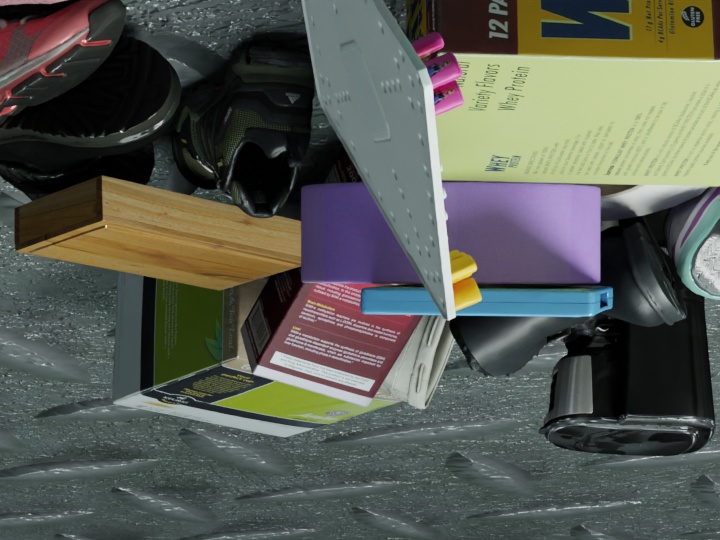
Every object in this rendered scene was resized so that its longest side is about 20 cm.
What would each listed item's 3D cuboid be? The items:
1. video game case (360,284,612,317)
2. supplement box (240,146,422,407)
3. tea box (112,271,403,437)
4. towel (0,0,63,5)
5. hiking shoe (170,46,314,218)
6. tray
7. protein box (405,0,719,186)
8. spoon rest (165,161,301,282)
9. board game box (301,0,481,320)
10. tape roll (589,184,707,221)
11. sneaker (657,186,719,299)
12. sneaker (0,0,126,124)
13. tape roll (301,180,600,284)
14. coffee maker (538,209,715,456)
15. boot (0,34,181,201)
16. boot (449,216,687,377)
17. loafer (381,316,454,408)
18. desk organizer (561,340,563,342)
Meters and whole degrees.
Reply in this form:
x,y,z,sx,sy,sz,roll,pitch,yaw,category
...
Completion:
x,y,z,sx,sy,sz,roll,pitch,yaw,category
0.086,0.019,1.307,0.142,0.018,0.200,1,180,10,video game case
0.000,0.000,1.551,0.108,0.061,0.201,18,119,-26,supplement box
-0.083,0.052,1.779,0.199,0.135,0.196,15,158,-38,tea box
-0.259,-0.201,1.196,0.143,0.023,0.200,-7,160,19,towel
-0.087,-0.081,1.426,0.075,0.102,0.200,7,160,-19,hiking shoe
-0.142,-0.023,1.472,0.098,0.037,0.199,-16,162,41,tray
0.131,-0.146,1.175,0.198,0.136,0.199,1,163,-4,protein box
-0.080,-0.031,1.615,0.199,0.100,0.060,27,128,-38,spoon rest
0.013,-0.104,1.143,0.026,0.201,0.201,-21,141,-10,board game box
0.151,-0.098,1.425,0.200,0.072,0.203,0,162,0,tape roll
0.294,-0.076,1.480,0.200,0.140,0.078,-39,109,4,sneaker
-0.247,-0.138,1.309,0.199,0.087,0.074,-29,178,13,sneaker
0.059,-0.024,1.344,0.198,0.066,0.200,0,-179,0,tape roll
0.239,0.041,1.634,0.190,0.202,0.135,-7,161,22,coffee maker
-0.182,-0.094,1.417,0.209,0.080,0.158,2,158,31,boot
0.150,0.029,1.505,0.167,0.077,0.200,-29,-172,9,boot
0.078,0.020,1.638,0.070,0.201,0.070,37,-157,15,loafer
0.179,0.035,1.826,0.076,0.072,0.200,-7,160,28,desk organizer
